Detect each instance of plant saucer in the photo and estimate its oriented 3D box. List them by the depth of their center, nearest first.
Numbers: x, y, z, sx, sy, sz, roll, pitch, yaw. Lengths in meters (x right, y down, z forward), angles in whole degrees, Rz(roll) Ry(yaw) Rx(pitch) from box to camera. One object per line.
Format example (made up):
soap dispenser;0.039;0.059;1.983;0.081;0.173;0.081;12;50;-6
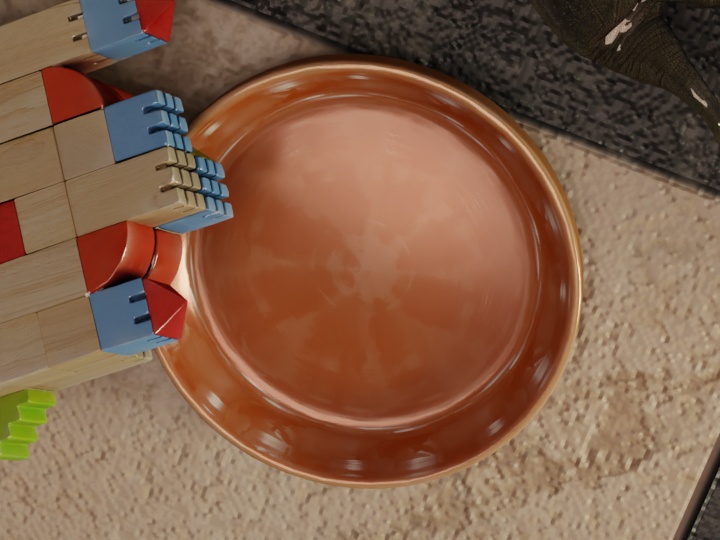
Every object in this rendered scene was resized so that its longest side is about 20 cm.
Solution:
plant saucer;0.000;0.000;1.189;0.200;0.032;0.200;4;111;9

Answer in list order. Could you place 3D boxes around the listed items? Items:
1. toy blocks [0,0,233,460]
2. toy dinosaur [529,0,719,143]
toy blocks;-0.122;-0.033;1.149;0.137;0.100;0.200;-17;77;20
toy dinosaur;0.099;-0.140;1.111;0.102;0.077;0.200;-21;110;29
